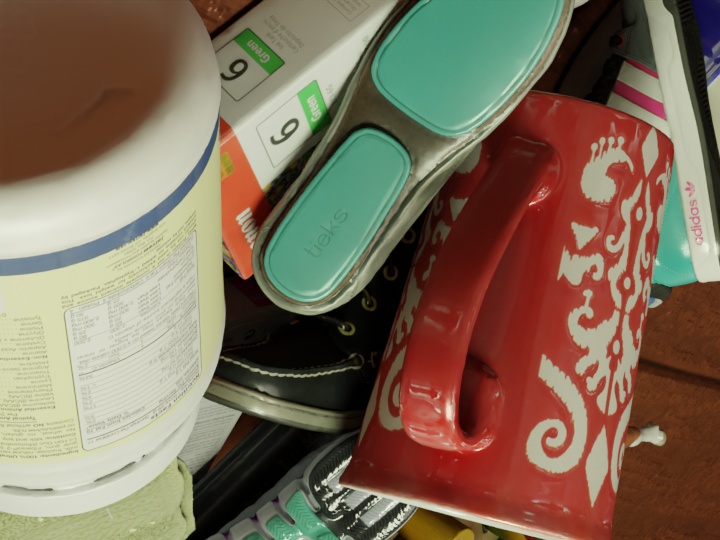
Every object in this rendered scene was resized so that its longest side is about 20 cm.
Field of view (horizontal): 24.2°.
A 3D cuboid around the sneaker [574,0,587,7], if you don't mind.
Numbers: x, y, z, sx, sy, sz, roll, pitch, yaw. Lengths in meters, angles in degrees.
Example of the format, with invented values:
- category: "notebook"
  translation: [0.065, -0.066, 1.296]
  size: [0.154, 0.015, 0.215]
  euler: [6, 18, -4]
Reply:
- category: "sneaker"
  translation: [0.149, -0.213, 0.800]
  size: [0.200, 0.074, 0.118]
  euler: [-39, 159, -5]

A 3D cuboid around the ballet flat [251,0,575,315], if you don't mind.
- category: "ballet flat"
  translation: [0.021, -0.067, 0.755]
  size: [0.200, 0.067, 0.064]
  euler: [-51, 179, 13]

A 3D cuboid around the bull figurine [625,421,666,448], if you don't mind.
- category: "bull figurine"
  translation: [0.154, 0.095, 1.183]
  size: [0.121, 0.065, 0.200]
  euler: [-23, 113, -42]

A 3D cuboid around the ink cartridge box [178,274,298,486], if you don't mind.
- category: "ink cartridge box"
  translation: [-0.121, 0.092, 0.896]
  size: [0.119, 0.042, 0.200]
  euler: [-10, 135, -52]

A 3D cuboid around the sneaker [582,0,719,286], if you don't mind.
- category: "sneaker"
  translation: [0.130, -0.084, 0.925]
  size: [0.121, 0.200, 0.084]
  euler: [-10, 173, 19]

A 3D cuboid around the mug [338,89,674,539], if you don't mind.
- category: "mug"
  translation: [0.082, 0.021, 0.792]
  size: [0.178, 0.133, 0.200]
  euler: [139, -34, -79]

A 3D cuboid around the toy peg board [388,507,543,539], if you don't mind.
- category: "toy peg board"
  translation: [0.064, 0.184, 1.034]
  size: [0.199, 0.098, 0.200]
  euler: [-40, 138, -28]

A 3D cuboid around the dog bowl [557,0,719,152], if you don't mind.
- category: "dog bowl"
  translation: [0.211, -0.107, 1.039]
  size: [0.200, 0.079, 0.200]
  euler: [-33, 151, -22]

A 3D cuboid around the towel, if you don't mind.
- category: "towel"
  translation: [-0.177, 0.122, 0.795]
  size: [0.200, 0.036, 0.148]
  euler: [-15, 147, -7]

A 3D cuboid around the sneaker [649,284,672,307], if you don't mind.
- category: "sneaker"
  translation: [0.132, -0.001, 1.099]
  size: [0.200, 0.076, 0.077]
  euler: [14, 125, -49]

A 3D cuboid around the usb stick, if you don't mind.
- category: "usb stick"
  translation: [-0.090, 0.144, 0.941]
  size: [0.200, 0.033, 0.055]
  euler: [-43, 147, -8]

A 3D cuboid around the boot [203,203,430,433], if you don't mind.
- category: "boot"
  translation: [-0.001, 0.000, 0.862]
  size: [0.204, 0.073, 0.154]
  euler: [1, 105, -57]

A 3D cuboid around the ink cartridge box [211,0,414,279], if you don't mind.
- category: "ink cartridge box"
  translation: [-0.053, -0.054, 0.774]
  size: [0.200, 0.050, 0.109]
  euler: [-40, 153, -10]

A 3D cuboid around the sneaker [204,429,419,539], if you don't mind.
- category: "sneaker"
  translation: [-0.041, 0.153, 0.919]
  size: [0.200, 0.074, 0.088]
  euler: [-38, -176, 11]

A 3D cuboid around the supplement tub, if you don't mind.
- category: "supplement tub"
  translation: [-0.123, -0.011, 0.630]
  size: [0.145, 0.145, 0.200]
  euler: [-31, 150, -25]
